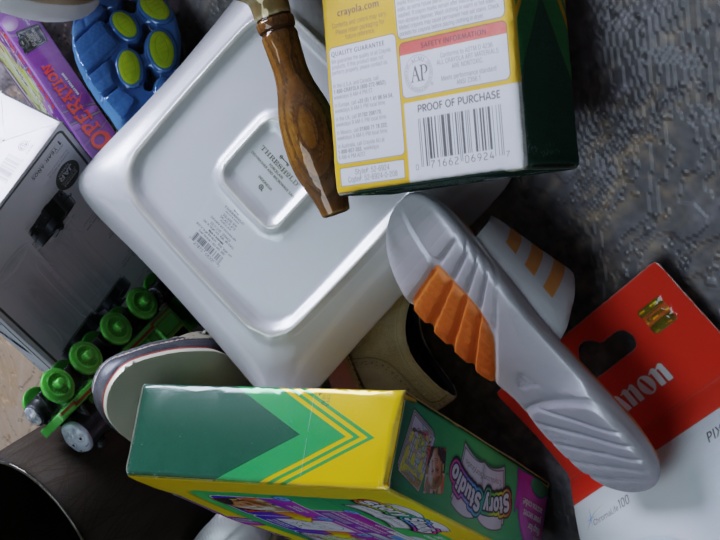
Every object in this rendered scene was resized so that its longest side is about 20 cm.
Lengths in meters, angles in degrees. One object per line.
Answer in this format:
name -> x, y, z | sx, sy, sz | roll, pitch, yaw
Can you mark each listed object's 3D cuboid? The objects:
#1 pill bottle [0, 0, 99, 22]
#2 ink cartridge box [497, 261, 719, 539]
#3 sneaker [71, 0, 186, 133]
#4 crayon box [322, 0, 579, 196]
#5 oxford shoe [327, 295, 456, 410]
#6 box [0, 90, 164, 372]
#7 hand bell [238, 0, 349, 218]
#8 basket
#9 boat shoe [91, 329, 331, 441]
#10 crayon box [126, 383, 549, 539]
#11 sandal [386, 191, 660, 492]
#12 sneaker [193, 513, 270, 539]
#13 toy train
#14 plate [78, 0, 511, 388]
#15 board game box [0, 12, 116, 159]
pill bottle -> -0.181, -0.259, 0.856 | 0.111, 0.111, 0.201 | 36, 120, 21
ink cartridge box -> 0.172, 0.118, 0.801 | 0.200, 0.047, 0.160 | 50, 136, 6
sneaker -> -0.128, -0.095, 0.929 | 0.201, 0.070, 0.083 | 62, 167, 12
crayon box -> 0.041, -0.145, 0.747 | 0.125, 0.051, 0.202 | -5, 90, 42
oxford shoe -> 0.000, 0.000, 0.891 | 0.073, 0.071, 0.202 | -20, 98, 19
box -> -0.204, -0.009, 0.952 | 0.060, 0.117, 0.200 | 25, 163, 29
hand bell -> -0.043, -0.127, 0.793 | 0.104, 0.104, 0.202 | -19, 89, 45
basket -> -0.149, 0.141, 0.979 | 0.135, 0.200, 0.181 | 34, 136, 19
boat shoe -> -0.094, 0.067, 0.908 | 0.062, 0.199, 0.072 | 35, 111, 34
crayon box -> -0.007, 0.121, 0.848 | 0.171, 0.200, 0.059 | -2, 69, 30
sandal -> 0.097, 0.032, 0.800 | 0.207, 0.059, 0.079 | 48, 149, -4
sneaker -> -0.083, 0.237, 0.971 | 0.088, 0.075, 0.201 | 35, 123, 21
toy train -> -0.141, 0.044, 0.934 | 0.056, 0.200, 0.042 | 46, 135, -6
plate -> -0.047, -0.054, 0.840 | 0.200, 0.032, 0.200 | 46, 100, 12
board game box -> -0.226, -0.146, 0.987 | 0.201, 0.032, 0.120 | 55, 162, 4
